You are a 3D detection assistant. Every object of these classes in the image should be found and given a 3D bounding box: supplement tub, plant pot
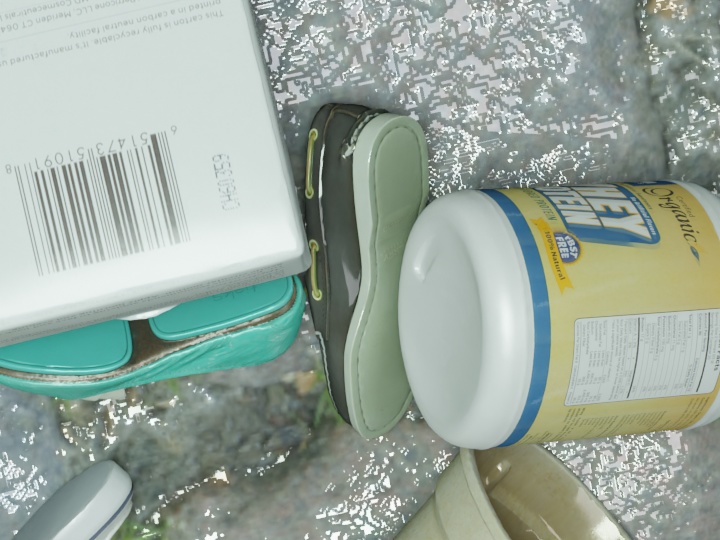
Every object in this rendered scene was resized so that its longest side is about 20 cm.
[{"bbox_3d":[0.136,0.022,1.153,0.200,0.145,0.145,-4,104,-22],"label":"supplement tub"},{"bbox_3d":[0.064,0.221,1.197,0.183,0.201,0.200,-41,103,17],"label":"plant pot"}]

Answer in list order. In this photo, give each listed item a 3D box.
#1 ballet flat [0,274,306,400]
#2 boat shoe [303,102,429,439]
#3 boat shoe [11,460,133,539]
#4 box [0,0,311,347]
[{"bbox_3d":[-0.128,0.046,1.191,0.200,0.067,0.070,-12,142,-3],"label":"ballet flat"},{"bbox_3d":[0.000,0.000,1.196,0.072,0.061,0.202,-21,120,-45],"label":"boat shoe"},{"bbox_3d":[-0.192,0.202,1.220,0.066,0.072,0.200,38,98,-16],"label":"boat shoe"},{"bbox_3d":[-0.144,-0.075,1.105,0.199,0.131,0.200,-14,86,-2],"label":"box"}]
